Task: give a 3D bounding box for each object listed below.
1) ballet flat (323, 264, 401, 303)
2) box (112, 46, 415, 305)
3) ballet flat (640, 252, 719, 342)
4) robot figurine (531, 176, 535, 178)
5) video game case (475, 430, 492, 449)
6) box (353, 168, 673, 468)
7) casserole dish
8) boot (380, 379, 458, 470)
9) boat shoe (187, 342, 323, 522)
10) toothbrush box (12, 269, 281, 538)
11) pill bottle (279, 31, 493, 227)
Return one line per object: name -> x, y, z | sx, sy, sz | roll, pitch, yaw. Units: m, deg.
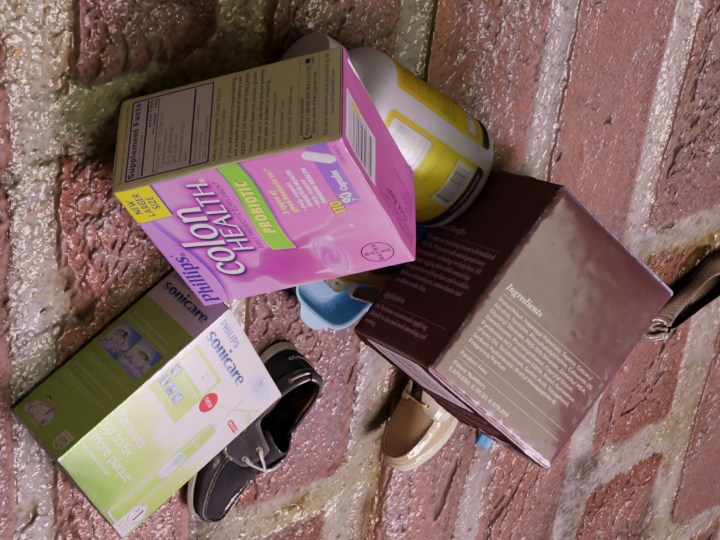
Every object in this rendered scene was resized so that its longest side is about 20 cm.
ballet flat -> 0.000, 0.000, 1.544 | 0.063, 0.069, 0.199 | -48, 142, 18
box -> -0.075, -0.073, 1.361 | 0.199, 0.097, 0.176 | -11, 144, 17
ballet flat -> 0.420, 0.036, 2.065 | 0.199, 0.046, 0.068 | -29, 137, -26
robot figurine -> 0.164, -0.001, 1.688 | 0.125, 0.151, 0.200 | -36, 176, 22
video game case -> 0.186, 0.097, 1.835 | 0.201, 0.018, 0.143 | -59, 180, 9
box -> 0.135, 0.038, 1.490 | 0.164, 0.166, 0.200 | 40, 83, -25
casserole dish -> 0.001, -0.033, 1.600 | 0.200, 0.039, 0.121 | -51, 141, -3
boot -> 0.063, 0.103, 1.740 | 0.201, 0.072, 0.155 | -55, 143, -7
boat shoe -> -0.106, 0.170, 1.628 | 0.072, 0.068, 0.201 | 19, 106, -52
toothbrush box -> -0.189, 0.119, 1.489 | 0.200, 0.086, 0.146 | -42, 141, -15
pill bottle -> 0.017, -0.128, 1.464 | 0.199, 0.112, 0.112 | 31, 96, -35
